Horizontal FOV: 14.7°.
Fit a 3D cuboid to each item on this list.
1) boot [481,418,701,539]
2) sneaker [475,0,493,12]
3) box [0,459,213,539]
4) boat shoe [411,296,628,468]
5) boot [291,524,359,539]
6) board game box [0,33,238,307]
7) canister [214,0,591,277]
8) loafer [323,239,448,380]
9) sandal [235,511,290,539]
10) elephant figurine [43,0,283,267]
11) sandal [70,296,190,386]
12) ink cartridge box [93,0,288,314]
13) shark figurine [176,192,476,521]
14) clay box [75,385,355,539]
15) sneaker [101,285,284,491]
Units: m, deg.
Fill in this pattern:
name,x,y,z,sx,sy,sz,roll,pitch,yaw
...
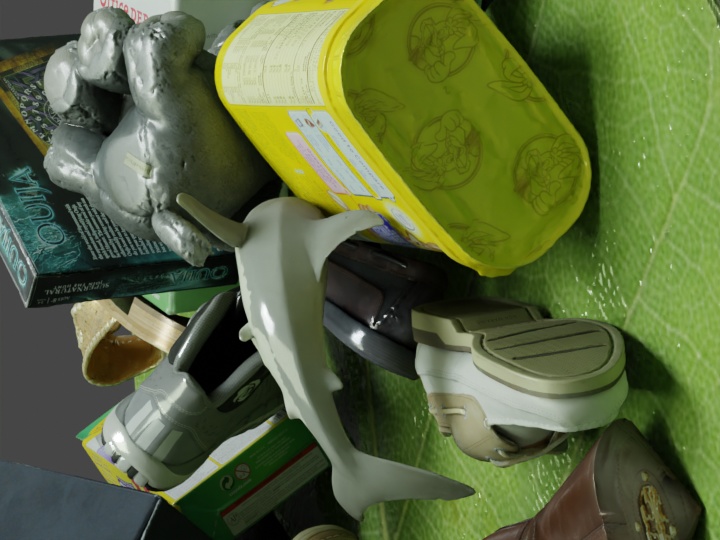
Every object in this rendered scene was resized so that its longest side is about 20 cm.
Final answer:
name,x,y,z,sx,sy,sz,roll,pitch,yaw
boot,0.108,0.187,1.337,0.200,0.064,0.187,-44,54,56
sneaker,0.016,-0.153,1.453,0.201,0.073,0.119,126,141,-53
box,-0.151,0.214,1.632,0.199,0.197,0.124,8,64,43
boat shoe,0.080,0.060,1.365,0.200,0.074,0.069,-153,56,-73
boot,0.015,0.245,1.543,0.155,0.072,0.201,-179,83,-67
board game box,-0.166,-0.063,1.626,0.200,0.135,0.028,59,143,36
canister,0.015,-0.075,1.410,0.149,0.087,0.200,50,166,-17
loafer,0.000,0.000,1.554,0.063,0.072,0.200,-61,27,7
sandal,-0.063,0.205,1.745,0.075,0.045,0.201,-22,67,58
elephant figurine,-0.067,-0.083,1.566,0.141,0.199,0.156,5,93,44
sandal,-0.155,0.044,1.788,0.212,0.077,0.070,29,97,59
ink cartridge box,-0.107,-0.089,1.747,0.145,0.087,0.201,-150,57,-62
shark figurine,-0.015,0.017,1.386,0.089,0.128,0.215,-31,49,16
clay box,-0.094,0.104,1.717,0.048,0.115,0.200,59,166,-20
sneaker,-0.061,0.040,1.578,0.075,0.200,0.116,40,126,0
